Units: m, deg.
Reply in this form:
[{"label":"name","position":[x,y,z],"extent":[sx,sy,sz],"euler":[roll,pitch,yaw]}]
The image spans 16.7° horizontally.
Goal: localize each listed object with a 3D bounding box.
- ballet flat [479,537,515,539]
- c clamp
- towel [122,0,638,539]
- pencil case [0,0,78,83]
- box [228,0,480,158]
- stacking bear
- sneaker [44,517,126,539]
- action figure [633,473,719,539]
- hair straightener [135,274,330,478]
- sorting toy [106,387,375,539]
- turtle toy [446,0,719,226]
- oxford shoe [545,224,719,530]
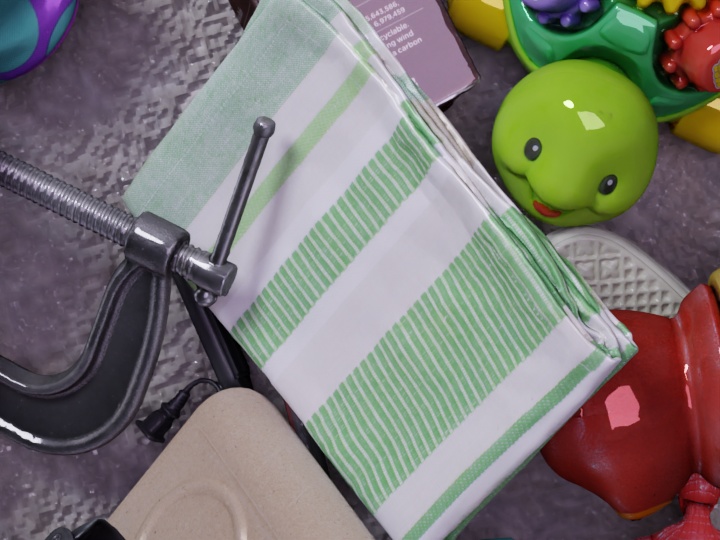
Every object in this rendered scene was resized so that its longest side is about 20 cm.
[{"label":"ballet flat","position":[-0.006,0.175,1.021],"extent":[0.200,0.070,0.068],"euler":[-37,102,-13]},{"label":"c clamp","position":[-0.141,-0.016,1.006],"extent":[0.199,0.027,0.172],"euler":[20,111,14]},{"label":"towel","position":[0.000,0.000,0.955],"extent":[0.200,0.023,0.153],"euler":[50,128,14]},{"label":"pencil case","position":[-0.193,-0.149,0.962],"extent":[0.092,0.200,0.086],"euler":[-22,59,25]},{"label":"box","position":[-0.029,-0.145,1.019],"extent":[0.075,0.100,0.201],"euler":[-29,91,-5]},{"label":"stacking bear","position":[0.164,0.046,0.968],"extent":[0.199,0.121,0.114],"euler":[-8,98,1]},{"label":"sneaker","position":[-0.127,0.139,0.974],"extent":[0.104,0.200,0.060],"euler":[-52,136,-2]},{"label":"action figure","position":[0.127,0.175,1.031],"extent":[0.065,0.052,0.201],"euler":[9,103,1]},{"label":"hair straightener","position":[-0.054,0.066,1.046],"extent":[0.077,0.041,0.201],"euler":[-16,94,7]},{"label":"sorting toy","position":[-0.068,0.169,0.971],"extent":[0.200,0.185,0.036],"euler":[-47,134,6]},{"label":"turtle toy","position":[0.113,-0.110,1.020],"extent":[0.145,0.101,0.201],"euler":[24,81,-3]},{"label":"oxford shoe","position":[0.141,0.051,1.047],"extent":[0.200,0.058,0.075],"euler":[44,92,-15]}]
